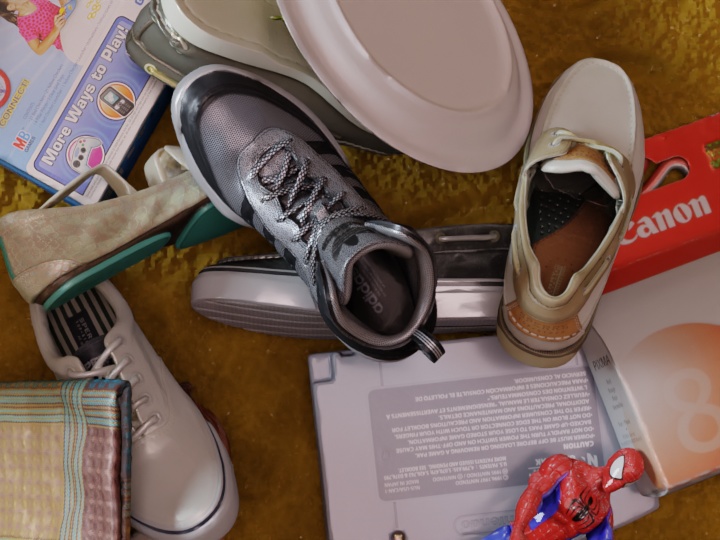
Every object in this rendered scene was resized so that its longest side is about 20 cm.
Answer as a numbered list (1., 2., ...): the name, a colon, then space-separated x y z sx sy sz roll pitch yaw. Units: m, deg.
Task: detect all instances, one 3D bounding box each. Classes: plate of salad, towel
1. plate of salad: 0.020 -0.139 1.042 0.048 0.200 0.200 -36 88 38
2. towel: -0.196 0.134 0.996 0.022 0.200 0.147 4 83 -47

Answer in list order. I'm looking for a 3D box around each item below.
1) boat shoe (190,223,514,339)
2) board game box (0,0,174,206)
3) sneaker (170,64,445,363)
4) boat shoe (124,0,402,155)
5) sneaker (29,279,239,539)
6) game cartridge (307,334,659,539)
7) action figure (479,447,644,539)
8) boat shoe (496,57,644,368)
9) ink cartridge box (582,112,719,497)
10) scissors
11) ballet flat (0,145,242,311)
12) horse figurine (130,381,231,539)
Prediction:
1. boat shoe: 0.000 0.000 1.066 0.199 0.072 0.071 2 75 -8
2. board game box: -0.192 -0.163 1.069 0.195 0.056 0.200 29 85 0
3. sneaker: -0.021 -0.030 0.959 0.075 0.114 0.200 -41 100 -5
4. boat shoe: -0.041 -0.112 1.047 0.201 0.060 0.072 22 47 -34
5. sneaker: -0.136 0.071 1.001 0.073 0.071 0.200 -36 55 -7
6. game cartridge: 0.073 0.105 1.075 0.199 0.040 0.134 -5 82 -4
7. action figure: 0.085 0.174 1.009 0.200 0.099 0.065 -40 109 6
8. boat shoe: 0.126 -0.045 1.026 0.075 0.068 0.200 12 61 2
9. ink cartridge box: 0.205 0.012 1.060 0.162 0.050 0.201 -19 86 -16
10. scissors: 0.121 -0.006 1.096 0.073 0.014 0.200 44 83 -1
11. ballet flat: -0.117 -0.040 1.023 0.200 0.067 0.062 -25 79 -41
12. horse figurine: -0.126 0.155 1.025 0.132 0.050 0.200 19 74 27
